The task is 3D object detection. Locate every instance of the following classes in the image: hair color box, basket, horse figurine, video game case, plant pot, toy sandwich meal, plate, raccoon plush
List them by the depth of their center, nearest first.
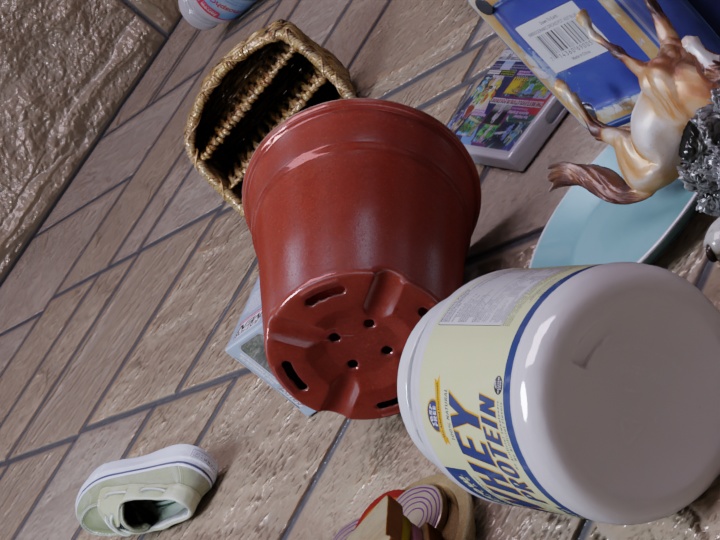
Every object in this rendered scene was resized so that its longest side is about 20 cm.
[{"bbox_3d":[0.275,-0.078,1.145,0.200,0.097,0.134,-50,25,3],"label":"raccoon plush"},{"bbox_3d":[-0.002,0.206,1.294,0.205,0.070,0.205,-45,18,19],"label":"toy sandwich meal"},{"bbox_3d":[0.188,-0.108,1.300,0.050,0.133,0.200,-26,-29,-30],"label":"horse figurine"},{"bbox_3d":[0.195,-0.044,1.381,0.200,0.026,0.200,-46,17,18],"label":"plate"},{"bbox_3d":[0.200,-0.223,1.406,0.180,0.200,0.200,-52,15,-24],"label":"plant pot"},{"bbox_3d":[0.000,0.000,1.534,0.201,0.200,0.196,-42,27,28],"label":"plant pot"},{"bbox_3d":[-0.037,0.020,1.717,0.061,0.099,0.200,-34,24,42],"label":"hair color box"},{"bbox_3d":[0.157,-0.171,1.745,0.182,0.023,0.200,-53,18,-5],"label":"video game case"},{"bbox_3d":[-0.115,-0.184,2.261,0.200,0.143,0.149,-47,17,13],"label":"basket"}]

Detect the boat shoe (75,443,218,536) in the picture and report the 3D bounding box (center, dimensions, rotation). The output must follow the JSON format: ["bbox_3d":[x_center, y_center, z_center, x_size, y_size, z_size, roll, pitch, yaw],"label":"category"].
[{"bbox_3d":[-0.211,0.215,1.813,0.200,0.072,0.062,-29,25,45],"label":"boat shoe"}]

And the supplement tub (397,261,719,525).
[{"bbox_3d":[0.116,0.070,1.143,0.145,0.145,0.200,-56,17,-15],"label":"supplement tub"}]

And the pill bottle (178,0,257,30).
[{"bbox_3d":[-0.214,-0.473,3.169,0.200,0.109,0.109,-32,26,49],"label":"pill bottle"}]
